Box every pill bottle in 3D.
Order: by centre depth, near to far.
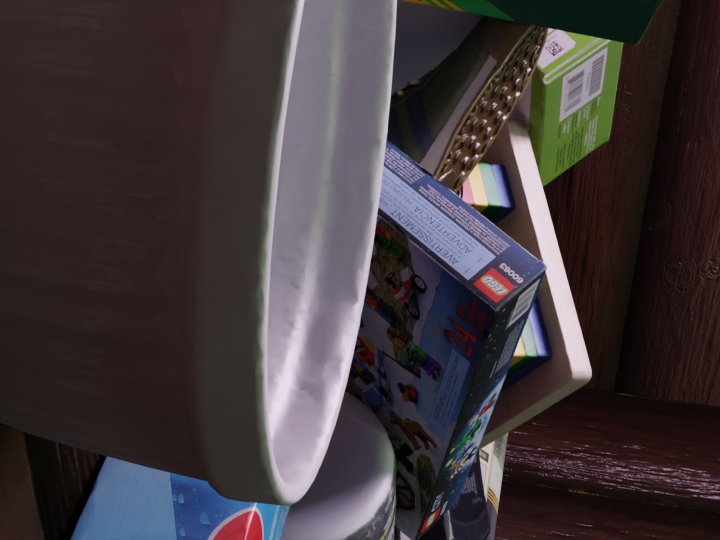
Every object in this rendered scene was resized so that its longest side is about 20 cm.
[{"bbox_3d":[-0.036,0.157,0.771,0.107,0.105,0.201,-75,170,-45],"label":"pill bottle"}]

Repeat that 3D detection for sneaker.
[{"bbox_3d":[0.013,-0.069,0.814,0.201,0.090,0.067,-59,162,-1],"label":"sneaker"}]

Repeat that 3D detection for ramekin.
[{"bbox_3d":[-0.055,-0.038,0.445,0.200,0.104,0.202,7,90,-83],"label":"ramekin"}]

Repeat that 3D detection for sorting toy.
[{"bbox_3d":[0.059,0.023,1.104,0.199,0.069,0.201,-41,-126,49],"label":"sorting toy"}]

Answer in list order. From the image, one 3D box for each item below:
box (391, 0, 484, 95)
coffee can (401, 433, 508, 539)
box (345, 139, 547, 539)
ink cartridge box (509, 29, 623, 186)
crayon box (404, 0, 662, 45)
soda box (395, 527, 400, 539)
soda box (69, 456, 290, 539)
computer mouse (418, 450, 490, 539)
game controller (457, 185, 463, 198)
[{"bbox_3d":[0.036,-0.202,0.911,0.128,0.108,0.201,100,2,-53],"label":"box"},{"bbox_3d":[0.045,0.176,1.256,0.147,0.145,0.201,85,15,-59],"label":"coffee can"},{"bbox_3d":[0.005,0.028,0.732,0.038,0.136,0.201,-38,156,-33],"label":"box"},{"bbox_3d":[0.098,-0.181,1.132,0.076,0.200,0.148,-34,156,-13],"label":"ink cartridge box"},{"bbox_3d":[0.070,-0.226,0.815,0.058,0.171,0.201,113,-18,-53],"label":"crayon box"},{"bbox_3d":[-0.015,0.156,0.915,0.063,0.069,0.202,28,58,-68],"label":"soda box"},{"bbox_3d":[-0.075,0.123,0.585,0.201,0.067,0.065,-74,169,-49],"label":"soda box"},{"bbox_3d":[0.032,0.141,0.876,0.140,0.046,0.202,-8,86,-63],"label":"computer mouse"},{"bbox_3d":[0.000,0.000,0.899,0.042,0.103,0.201,82,17,-50],"label":"game controller"}]
